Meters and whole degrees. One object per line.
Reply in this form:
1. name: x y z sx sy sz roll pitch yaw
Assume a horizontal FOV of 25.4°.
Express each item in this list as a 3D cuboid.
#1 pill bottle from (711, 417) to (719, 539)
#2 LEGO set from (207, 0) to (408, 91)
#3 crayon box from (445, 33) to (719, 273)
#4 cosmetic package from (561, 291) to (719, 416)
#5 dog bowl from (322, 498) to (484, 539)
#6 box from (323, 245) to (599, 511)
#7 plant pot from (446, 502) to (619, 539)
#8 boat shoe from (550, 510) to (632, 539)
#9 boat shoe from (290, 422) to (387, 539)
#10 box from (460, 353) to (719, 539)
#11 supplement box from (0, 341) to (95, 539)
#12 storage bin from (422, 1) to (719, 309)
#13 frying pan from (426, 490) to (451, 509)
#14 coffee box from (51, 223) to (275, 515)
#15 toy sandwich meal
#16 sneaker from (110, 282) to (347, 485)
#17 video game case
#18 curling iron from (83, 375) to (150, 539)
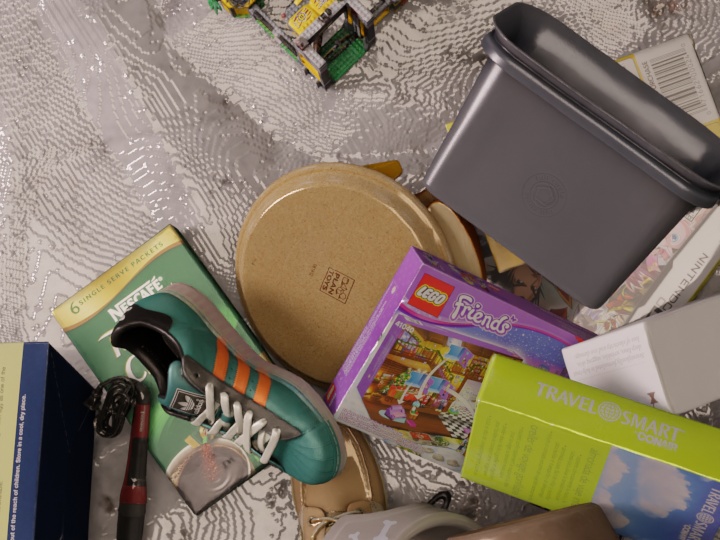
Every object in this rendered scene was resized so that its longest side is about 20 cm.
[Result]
1. pill bottle: 0.271 0.221 1.198 0.113 0.113 0.200 29 87 3
2. LEGO set: -0.019 -0.240 1.235 0.200 0.116 0.154 -36 86 -1
3. crayon box: 0.177 -0.087 1.228 0.200 0.051 0.127 -19 85 0
4. cosmetic package: 0.259 0.054 1.174 0.200 0.102 0.074 -14 84 -32
5. dog bowl: 0.042 0.265 1.168 0.059 0.200 0.201 -7 85 44
6. box: 0.092 0.084 1.198 0.200 0.039 0.137 25 104 -21
7. plant pot: 0.131 0.255 1.088 0.200 0.200 0.175 -14 81 1
8. boat shoe: 0.163 0.212 1.208 0.072 0.066 0.200 28 85 -18
9. boat shoe: -0.010 0.203 1.203 0.071 0.065 0.201 -11 89 -1
10. box: 0.174 0.135 1.114 0.200 0.122 0.048 19 57 9
11. supplement box: -0.314 0.167 1.182 0.199 0.134 0.201 -2 70 6
12. storage bin: 0.150 -0.078 1.147 0.200 0.146 0.134 37 115 5
13. frying pan: -0.011 0.247 1.247 0.115 0.031 0.190 18 84 1
14. coffee box: -0.138 0.078 1.256 0.123 0.044 0.200 -35 86 0
15. toy sandwich meal: 0.000 0.000 1.241 0.205 0.070 0.206 7 109 21
16. sneaker: -0.102 0.094 1.173 0.200 0.080 0.071 40 130 17
17. video game case: 0.175 -0.027 1.262 0.200 0.026 0.181 37 88 4
18. curling iron: -0.184 0.174 1.240 0.049 0.026 0.201 6 107 21
